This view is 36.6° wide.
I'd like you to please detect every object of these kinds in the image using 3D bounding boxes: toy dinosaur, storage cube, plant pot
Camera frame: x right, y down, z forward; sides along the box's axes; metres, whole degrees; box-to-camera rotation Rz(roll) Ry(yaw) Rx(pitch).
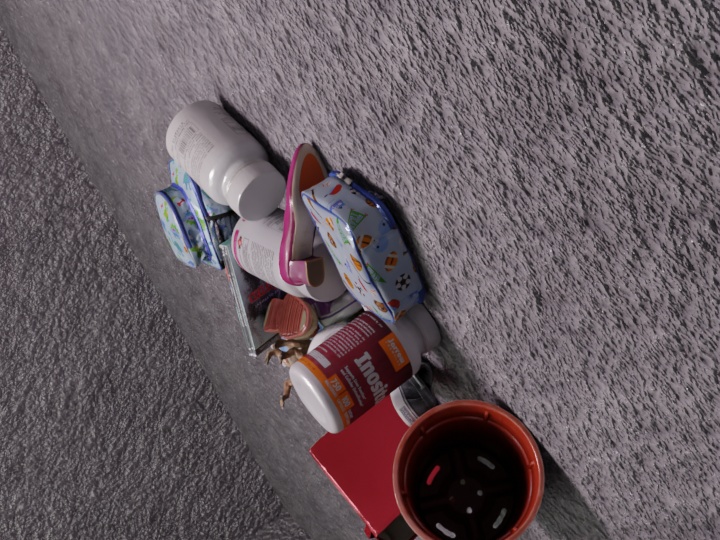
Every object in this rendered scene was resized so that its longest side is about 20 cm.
[{"bbox_3d":[-0.085,0.157,1.877,0.201,0.134,0.087,-120,33,-48],"label":"toy dinosaur"},{"bbox_3d":[0.051,0.312,1.736,0.180,0.200,0.171,47,177,26],"label":"storage cube"},{"bbox_3d":[0.148,0.301,1.510,0.201,0.200,0.196,49,171,18],"label":"plant pot"}]

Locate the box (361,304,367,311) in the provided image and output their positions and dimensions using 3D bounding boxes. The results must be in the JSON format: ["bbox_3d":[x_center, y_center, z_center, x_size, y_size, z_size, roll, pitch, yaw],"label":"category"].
[{"bbox_3d":[0.000,0.000,1.574,0.201,0.039,0.041,61,163,-18],"label":"box"}]

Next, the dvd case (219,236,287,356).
[{"bbox_3d":[-0.156,0.020,1.806,0.022,0.146,0.202,7,119,37],"label":"dvd case"}]

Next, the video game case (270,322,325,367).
[{"bbox_3d":[-0.144,0.067,1.966,0.183,0.022,0.200,56,145,4],"label":"video game case"}]

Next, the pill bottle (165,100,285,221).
[{"bbox_3d":[-0.207,-0.168,1.693,0.200,0.114,0.115,44,160,33],"label":"pill bottle"}]

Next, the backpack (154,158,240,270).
[{"bbox_3d":[-0.277,-0.108,1.915,0.183,0.146,0.202,23,130,63],"label":"backpack"}]

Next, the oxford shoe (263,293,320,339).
[{"bbox_3d":[-0.092,0.076,1.713,0.074,0.071,0.200,16,177,-19],"label":"oxford shoe"}]

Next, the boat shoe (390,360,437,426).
[{"bbox_3d":[0.077,0.162,1.633,0.072,0.068,0.200,51,-173,-16],"label":"boat shoe"}]

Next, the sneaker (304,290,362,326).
[{"bbox_3d":[-0.063,0.021,1.741,0.115,0.072,0.200,62,162,-14],"label":"sneaker"}]

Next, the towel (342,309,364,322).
[{"bbox_3d":[0.004,0.116,1.821,0.145,0.023,0.200,60,162,-14],"label":"towel"}]

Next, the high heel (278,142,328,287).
[{"bbox_3d":[-0.093,-0.077,1.524,0.096,0.067,0.203,11,102,54],"label":"high heel"}]

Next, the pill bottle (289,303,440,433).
[{"bbox_3d":[0.009,0.123,1.502,0.113,0.199,0.113,48,162,21],"label":"pill bottle"}]

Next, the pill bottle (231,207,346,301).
[{"bbox_3d":[-0.103,-0.025,1.672,0.199,0.113,0.114,24,147,50],"label":"pill bottle"}]

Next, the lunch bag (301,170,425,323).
[{"bbox_3d":[0.001,-0.036,1.444,0.160,0.075,0.201,39,158,51],"label":"lunch bag"}]

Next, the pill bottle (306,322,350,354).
[{"bbox_3d":[-0.029,0.141,1.694,0.113,0.112,0.200,53,170,5],"label":"pill bottle"}]
